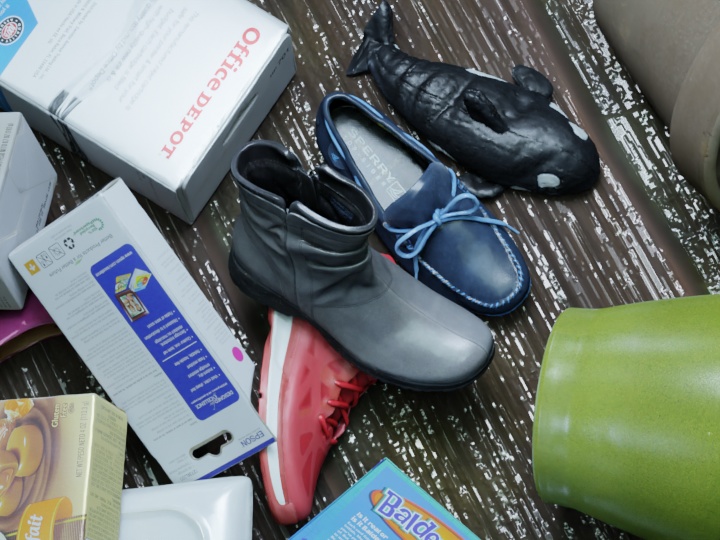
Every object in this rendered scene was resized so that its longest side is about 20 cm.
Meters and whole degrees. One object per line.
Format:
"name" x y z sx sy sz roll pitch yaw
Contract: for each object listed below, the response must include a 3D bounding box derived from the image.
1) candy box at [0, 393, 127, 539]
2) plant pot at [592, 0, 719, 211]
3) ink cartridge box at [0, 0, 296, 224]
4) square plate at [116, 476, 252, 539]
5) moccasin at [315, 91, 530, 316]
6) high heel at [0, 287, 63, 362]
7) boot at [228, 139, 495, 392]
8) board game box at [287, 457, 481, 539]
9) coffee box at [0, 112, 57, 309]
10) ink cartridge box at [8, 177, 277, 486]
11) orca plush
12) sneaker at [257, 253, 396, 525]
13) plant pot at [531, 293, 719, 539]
"candy box" -0.220 0.186 1.430 0.115 0.055 0.202 -5 70 20
"plant pot" 0.254 -0.166 1.511 0.200 0.201 0.175 -39 58 -10
"ink cartridge box" -0.166 -0.150 1.563 0.199 0.086 0.147 32 76 10
"square plate" -0.167 0.238 1.441 0.197 0.028 0.202 -6 69 16
"moccasin" 0.035 -0.044 1.527 0.200 0.068 0.081 41 84 13
"high heel" -0.232 0.060 1.514 0.198 0.067 0.097 -6 77 9
"boot" 0.000 0.000 1.424 0.199 0.132 0.070 23 60 6
"board game box" 0.012 0.223 1.399 0.152 0.045 0.200 40 40 14
"coffee box" -0.323 -0.040 1.504 0.198 0.080 0.114 -1 57 15
"ink cartridge box" -0.139 0.045 1.453 0.094 0.037 0.201 -30 98 32
"orca plush" 0.083 -0.125 1.552 0.105 0.071 0.200 -42 75 -11
"sneaker" -0.008 0.073 1.490 0.115 0.078 0.202 1 73 4
"plant pot" 0.216 0.100 1.424 0.191 0.200 0.202 6 72 17
